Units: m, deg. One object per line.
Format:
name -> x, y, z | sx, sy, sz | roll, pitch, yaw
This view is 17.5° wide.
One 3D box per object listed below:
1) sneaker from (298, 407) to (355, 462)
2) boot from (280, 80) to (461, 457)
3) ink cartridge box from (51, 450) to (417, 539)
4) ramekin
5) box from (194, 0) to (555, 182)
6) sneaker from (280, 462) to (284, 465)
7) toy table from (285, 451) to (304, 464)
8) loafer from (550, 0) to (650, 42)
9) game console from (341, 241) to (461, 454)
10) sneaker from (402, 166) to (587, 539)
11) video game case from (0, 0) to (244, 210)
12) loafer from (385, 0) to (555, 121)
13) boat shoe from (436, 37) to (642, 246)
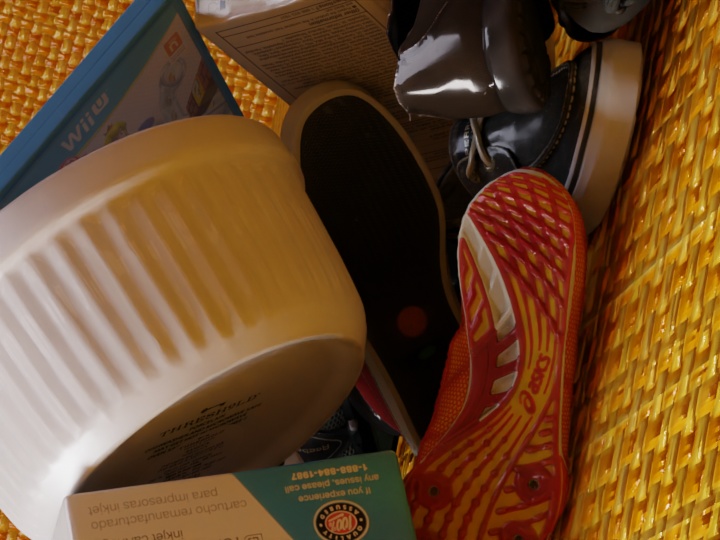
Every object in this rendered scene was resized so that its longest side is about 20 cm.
sneaker -> -0.015, 0.059, 1.445 | 0.200, 0.076, 0.115 | -77, -19, -56
boot -> 0.000, 0.000, 1.158 | 0.201, 0.072, 0.144 | 68, 168, -13
ink cartridge box -> -0.044, 0.201, 0.967 | 0.145, 0.146, 0.201 | 114, 146, -61
ramekin -> -0.090, 0.036, 1.016 | 0.105, 0.199, 0.200 | 54, 150, 19
box -> 0.013, -0.115, 1.139 | 0.200, 0.094, 0.078 | 38, -133, -51
sneaker -> -0.056, 0.082, 1.133 | 0.106, 0.075, 0.201 | 18, 83, 53
toy table -> -0.026, 0.175, 1.245 | 0.184, 0.116, 0.201 | -83, 11, -45
loafer -> 0.112, -0.129, 1.014 | 0.200, 0.071, 0.063 | -76, -16, -83
game console -> 0.048, 0.007, 1.356 | 0.175, 0.116, 0.201 | -31, 31, 35
sneaker -> 0.065, 0.057, 1.006 | 0.077, 0.073, 0.201 | 11, -88, -77
video game case -> -0.104, -0.026, 1.119 | 0.143, 0.018, 0.200 | -51, -32, -16
loafer -> 0.044, -0.121, 1.033 | 0.200, 0.071, 0.073 | -77, -27, -68
boat shoe -> 0.074, -0.048, 1.076 | 0.200, 0.070, 0.072 | 119, 164, -62
